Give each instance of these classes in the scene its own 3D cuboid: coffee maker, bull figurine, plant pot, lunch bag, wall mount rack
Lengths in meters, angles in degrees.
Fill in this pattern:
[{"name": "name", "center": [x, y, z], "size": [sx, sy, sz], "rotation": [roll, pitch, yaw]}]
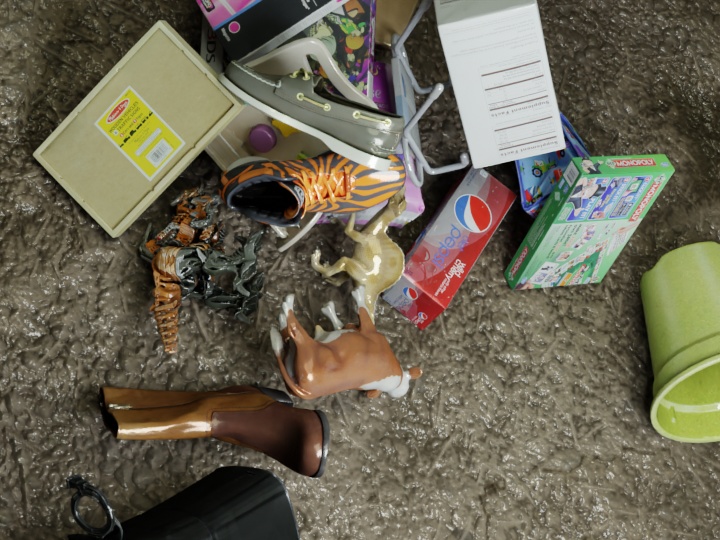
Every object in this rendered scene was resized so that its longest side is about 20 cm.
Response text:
[{"name": "coffee maker", "center": [-0.159, 0.256, 1.419], "size": [0.134, 0.193, 0.199], "rotation": [24, 32, 34]}, {"name": "bull figurine", "center": [-0.018, 0.084, 1.622], "size": [0.199, 0.065, 0.122], "rotation": [-4, 65, -53]}, {"name": "plant pot", "center": [0.420, 0.076, 1.824], "size": [0.199, 0.201, 0.185], "rotation": [7, 50, -24]}, {"name": "lunch bag", "center": [0.232, -0.149, 1.860], "size": [0.150, 0.094, 0.201], "rotation": [33, 33, -56]}, {"name": "wall mount rack", "center": [0.073, -0.204, 1.721], "size": [0.074, 0.174, 0.201], "rotation": [-13, 62, 12]}]

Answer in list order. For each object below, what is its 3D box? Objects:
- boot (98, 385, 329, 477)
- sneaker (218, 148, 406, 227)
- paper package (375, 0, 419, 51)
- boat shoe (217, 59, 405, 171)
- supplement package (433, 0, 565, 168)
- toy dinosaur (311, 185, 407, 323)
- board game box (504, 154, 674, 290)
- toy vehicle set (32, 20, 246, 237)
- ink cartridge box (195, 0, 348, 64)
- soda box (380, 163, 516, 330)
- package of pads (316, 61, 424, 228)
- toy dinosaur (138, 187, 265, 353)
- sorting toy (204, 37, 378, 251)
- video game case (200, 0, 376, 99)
[{"name": "boot", "center": [-0.143, 0.150, 1.496], "size": [0.199, 0.188, 0.069], "rotation": [6, 108, -27]}, {"name": "sneaker", "center": [-0.047, -0.080, 1.583], "size": [0.198, 0.112, 0.078], "rotation": [-8, 106, -3]}, {"name": "paper package", "center": [-0.007, -0.384, 1.821], "size": [0.190, 0.103, 0.201], "rotation": [22, 95, -17]}, {"name": "boat shoe", "center": [-0.050, -0.171, 1.566], "size": [0.201, 0.061, 0.072], "rotation": [28, 13, 7]}, {"name": "supplement package", "center": [0.154, -0.232, 1.701], "size": [0.109, 0.201, 0.114], "rotation": [-12, 41, 8]}, {"name": "toy dinosaur", "center": [0.000, 0.000, 1.683], "size": [0.100, 0.058, 0.202], "rotation": [12, 98, 20]}, {"name": "board game box", "center": [0.265, -0.055, 1.788], "size": [0.134, 0.201, 0.029], "rotation": [-5, 51, -29]}, {"name": "toy vehicle set", "center": [-0.232, -0.147, 1.602], "size": [0.124, 0.200, 0.027], "rotation": [46, 10, 0]}, {"name": "ink cartridge box", "center": [-0.079, -0.316, 1.697], "size": [0.199, 0.037, 0.095], "rotation": [-32, 81, 1]}, {"name": "soda box", "center": [0.103, -0.030, 1.775], "size": [0.070, 0.063, 0.200], "rotation": [38, 55, -4]}, {"name": "package of pads", "center": [-0.003, -0.148, 1.774], "size": [0.120, 0.076, 0.201], "rotation": [4, 64, -30]}, {"name": "toy dinosaur", "center": [-0.173, 0.002, 1.615], "size": [0.135, 0.102, 0.201], "rotation": [9, 73, 4]}, {"name": "sorting toy", "center": [-0.078, -0.158, 1.654], "size": [0.200, 0.180, 0.107], "rotation": [49, 26, -15]}, {"name": "video game case", "center": [-0.082, -0.270, 1.728], "size": [0.198, 0.036, 0.183], "rotation": [2, 85, 8]}]
